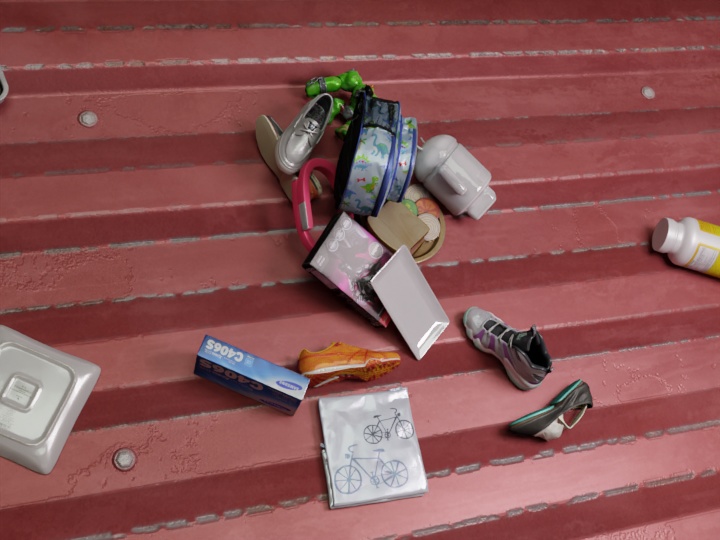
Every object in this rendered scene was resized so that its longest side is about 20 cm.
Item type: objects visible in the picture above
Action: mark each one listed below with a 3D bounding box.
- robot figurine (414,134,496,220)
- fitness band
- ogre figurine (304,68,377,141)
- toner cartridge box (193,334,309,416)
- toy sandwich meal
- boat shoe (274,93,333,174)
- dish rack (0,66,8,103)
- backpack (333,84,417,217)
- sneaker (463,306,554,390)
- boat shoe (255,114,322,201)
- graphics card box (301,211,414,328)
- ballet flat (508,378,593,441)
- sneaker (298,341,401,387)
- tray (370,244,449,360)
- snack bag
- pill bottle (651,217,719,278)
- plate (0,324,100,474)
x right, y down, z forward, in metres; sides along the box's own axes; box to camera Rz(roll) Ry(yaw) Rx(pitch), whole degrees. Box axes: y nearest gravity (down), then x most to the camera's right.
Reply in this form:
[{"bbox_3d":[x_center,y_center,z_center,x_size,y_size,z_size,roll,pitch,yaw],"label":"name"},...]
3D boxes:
[{"bbox_3d":[0.189,-0.196,1.841,0.200,0.170,0.113,43,101,-5],"label":"robot figurine"},{"bbox_3d":[-0.071,-0.117,1.745,0.142,0.037,0.205,11,67,-48],"label":"fitness band"},{"bbox_3d":[-0.018,-0.339,1.879,0.119,0.099,0.200,-38,63,-9],"label":"ogre figurine"},{"bbox_3d":[-0.192,0.185,1.573,0.196,0.095,0.044,23,62,-3],"label":"toner cartridge box"},{"bbox_3d":[0.085,-0.103,1.802,0.200,0.071,0.210,6,64,-12],"label":"toy sandwich meal"},{"bbox_3d":[-0.104,-0.272,1.763,0.072,0.068,0.201,40,51,-10],"label":"boat shoe"},{"bbox_3d":[-0.776,-0.378,1.712,0.169,0.044,0.203,-20,71,-24],"label":"dish rack"},{"bbox_3d":[0.030,-0.208,1.717,0.143,0.184,0.203,14,55,-4],"label":"backpack"},{"bbox_3d":[0.291,0.126,1.708,0.200,0.140,0.078,43,62,7],"label":"sneaker"},{"bbox_3d":[-0.145,-0.226,1.798,0.062,0.071,0.203,-21,74,-36],"label":"boat shoe"},{"bbox_3d":[0.000,0.000,1.694,0.199,0.051,0.127,40,72,-16],"label":"graphics card box"},{"bbox_3d":[0.370,0.276,1.703,0.197,0.068,0.069,-26,82,-24],"label":"ballet flat"},{"bbox_3d":[-0.018,0.161,1.648,0.195,0.074,0.078,-1,55,-19],"label":"sneaker"},{"bbox_3d":[0.091,0.060,1.698,0.107,0.022,0.202,-45,120,-24],"label":"tray"},{"bbox_3d":[0.016,0.313,1.611,0.184,0.021,0.204,-4,67,-18],"label":"snack bag"},{"bbox_3d":[0.735,-0.052,1.938,0.195,0.105,0.106,16,61,-7],"label":"pill bottle"},{"bbox_3d":[-0.563,0.208,1.495,0.196,0.032,0.203,24,62,-4],"label":"plate"}]
